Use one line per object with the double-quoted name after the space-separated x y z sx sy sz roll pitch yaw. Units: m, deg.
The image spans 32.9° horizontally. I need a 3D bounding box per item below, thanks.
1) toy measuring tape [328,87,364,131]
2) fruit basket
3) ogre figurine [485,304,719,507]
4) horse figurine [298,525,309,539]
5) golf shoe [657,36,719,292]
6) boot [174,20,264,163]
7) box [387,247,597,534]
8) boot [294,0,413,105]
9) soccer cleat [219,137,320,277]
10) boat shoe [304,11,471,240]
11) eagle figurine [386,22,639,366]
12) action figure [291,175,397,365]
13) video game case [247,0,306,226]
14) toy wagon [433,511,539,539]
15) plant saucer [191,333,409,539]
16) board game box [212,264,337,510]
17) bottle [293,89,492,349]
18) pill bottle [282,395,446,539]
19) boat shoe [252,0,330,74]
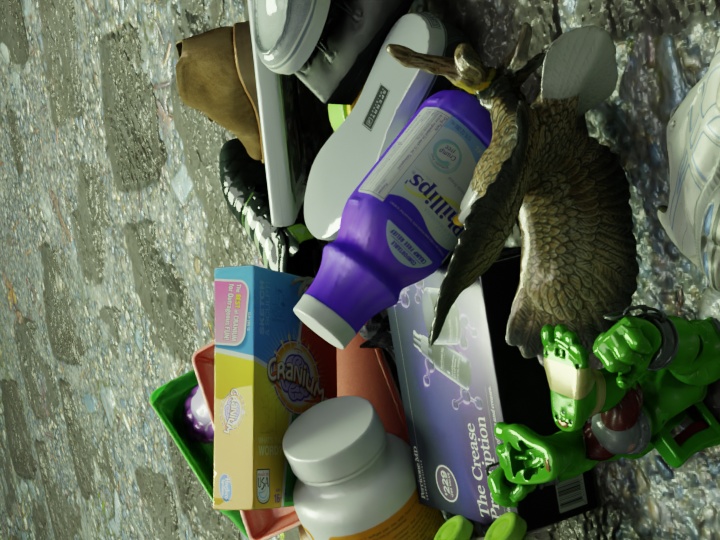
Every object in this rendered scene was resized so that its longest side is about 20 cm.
0.003 -0.171 1.002 0.074 0.073 0.200 6 106 59 "toy measuring tape"
-0.123 0.148 1.285 0.216 0.155 0.216 53 160 29 "fruit basket"
0.163 0.086 0.773 0.098 0.120 0.200 51 140 45 "ogre figurine"
-0.018 0.278 1.165 0.133 0.050 0.200 43 -151 -62 "horse figurine"
0.204 -0.091 0.684 0.097 0.078 0.200 45 136 53 "golf shoe"
-0.120 -0.159 1.113 0.200 0.075 0.074 77 -173 -66 "boot"
0.095 0.086 0.936 0.141 0.079 0.200 0 101 63 "box"
-0.009 -0.251 0.944 0.200 0.066 0.165 -56 49 33 "boot"
-0.080 -0.044 1.208 0.081 0.067 0.200 -24 86 54 "soccer cleat"
0.023 -0.105 0.947 0.069 0.057 0.200 52 123 39 "boat shoe"
0.104 -0.049 0.797 0.151 0.151 0.200 83 179 -63 "eagle figurine"
0.000 0.000 1.043 0.119 0.102 0.200 -35 68 51 "action figure"
-0.072 -0.153 1.095 0.182 0.023 0.200 -86 -10 -77 "video game case"
0.143 0.233 0.862 0.155 0.040 0.200 43 152 -12 "toy wagon"
-0.048 0.129 1.151 0.199 0.037 0.200 -29 70 23 "plant saucer"
-0.071 0.104 1.060 0.040 0.153 0.200 -5 81 26 "board game box"
0.030 -0.035 0.882 0.084 0.200 0.065 44 167 -25 "bottle"
0.010 0.208 1.030 0.111 0.111 0.200 22 142 56 "pill bottle"
-0.063 -0.249 0.900 0.070 0.071 0.201 19 104 47 "boat shoe"
